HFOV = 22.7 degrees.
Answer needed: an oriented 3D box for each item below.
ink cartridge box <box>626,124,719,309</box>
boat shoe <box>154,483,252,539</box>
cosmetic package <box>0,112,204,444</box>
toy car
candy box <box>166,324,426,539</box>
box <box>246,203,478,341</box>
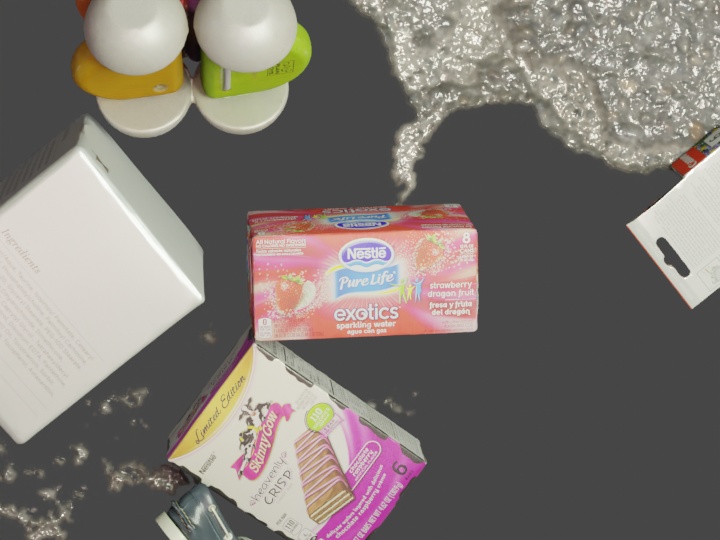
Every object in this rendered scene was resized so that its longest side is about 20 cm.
[{"bbox_3d":[0.341,-0.072,1.616,0.199,0.050,0.109,-39,106,5],"label":"ink cartridge box"},{"bbox_3d":[-0.109,0.268,1.631,0.062,0.075,0.200,-42,119,-5],"label":"boat shoe"},{"bbox_3d":[-0.256,0.002,1.504,0.199,0.167,0.167,-38,105,5],"label":"cosmetic package"},{"bbox_3d":[-0.141,-0.206,1.485,0.197,0.175,0.152,-2,69,-6],"label":"toy car"},{"bbox_3d":[-0.058,0.163,1.625,0.199,0.061,0.137,35,99,-13],"label":"candy box"},{"bbox_3d":[0.000,0.000,1.569,0.197,0.100,0.097,-2,105,-5],"label":"box"}]
